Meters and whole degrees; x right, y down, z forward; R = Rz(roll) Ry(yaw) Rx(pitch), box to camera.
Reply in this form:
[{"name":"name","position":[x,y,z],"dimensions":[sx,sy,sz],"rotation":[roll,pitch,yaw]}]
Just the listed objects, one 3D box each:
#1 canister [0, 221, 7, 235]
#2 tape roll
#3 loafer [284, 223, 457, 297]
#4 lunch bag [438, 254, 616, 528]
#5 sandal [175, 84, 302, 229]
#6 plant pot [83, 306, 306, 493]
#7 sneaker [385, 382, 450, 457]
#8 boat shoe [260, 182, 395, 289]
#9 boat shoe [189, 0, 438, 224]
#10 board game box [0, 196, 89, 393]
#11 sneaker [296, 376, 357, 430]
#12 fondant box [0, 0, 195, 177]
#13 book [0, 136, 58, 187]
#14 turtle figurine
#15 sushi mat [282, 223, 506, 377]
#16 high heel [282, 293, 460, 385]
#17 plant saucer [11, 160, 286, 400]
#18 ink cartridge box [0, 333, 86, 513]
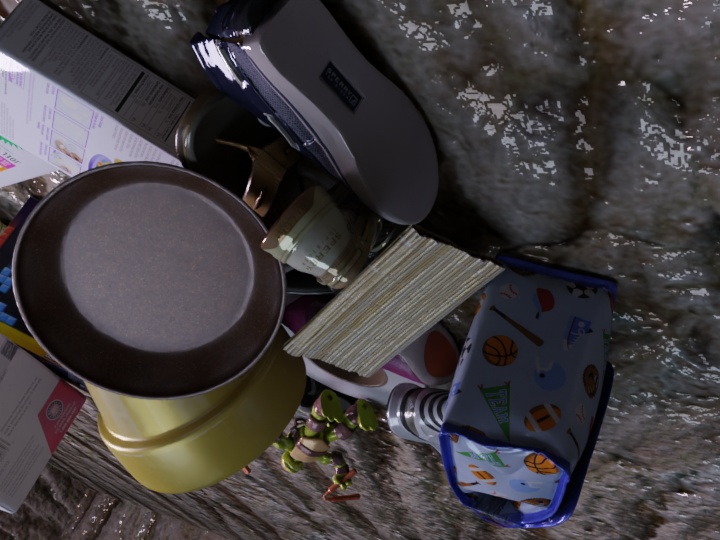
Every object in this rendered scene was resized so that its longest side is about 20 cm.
[{"name":"canister","position":[-0.526,-0.042,1.030],"dimensions":[0.148,0.087,0.200],"rotation":[-2,144,42]},{"name":"tape roll","position":[-0.013,0.091,0.900],"dimensions":[0.202,0.037,0.203],"rotation":[19,151,11]},{"name":"loafer","position":[0.000,0.000,0.692],"dimensions":[0.199,0.070,0.070],"rotation":[2,144,37]},{"name":"lunch bag","position":[0.145,0.116,0.675],"dimensions":[0.123,0.170,0.200],"rotation":[16,150,17]},{"name":"sandal","position":[-0.074,-0.072,0.616],"dimensions":[0.054,0.081,0.200],"rotation":[22,160,27]},{"name":"plant pot","position":[-0.179,0.070,0.737],"dimensions":[0.200,0.201,0.189],"rotation":[0,130,39]},{"name":"sneaker","position":[0.130,0.169,0.834],"dimensions":[0.115,0.076,0.200],"rotation":[-1,163,44]},{"name":"boat shoe","position":[-0.017,-0.021,0.577],"dimensions":[0.063,0.073,0.200],"rotation":[41,-167,3]},{"name":"boat shoe","position":[-0.027,-0.110,0.539],"dimensions":[0.093,0.075,0.200],"rotation":[15,153,48]},{"name":"board game box","position":[-0.341,0.032,0.921],"dimensions":[0.199,0.166,0.057],"rotation":[28,152,-7]},{"name":"sneaker","position":[-0.086,0.154,1.035],"dimensions":[0.081,0.074,0.200],"rotation":[-1,141,45]},{"name":"fondant box","position":[-0.208,-0.118,0.668],"dimensions":[0.200,0.058,0.144],"rotation":[32,153,-12]},{"name":"book","position":[-0.396,-0.140,0.804],"dimensions":[0.199,0.048,0.134],"rotation":[-6,144,42]},{"name":"turtle figurine","position":[-0.050,0.215,0.987],"dimensions":[0.200,0.065,0.161],"rotation":[31,126,-19]},{"name":"sushi mat","position":[0.022,0.034,0.657],"dimensions":[0.095,0.012,0.200],"rotation":[18,138,-28]},{"name":"high heel","position":[0.015,0.066,0.789],"dimensions":[0.096,0.068,0.200],"rotation":[0,156,45]},{"name":"plant saucer","position":[-0.156,0.007,0.600],"dimensions":[0.199,0.037,0.201],"rotation":[-2,118,-4]},{"name":"ink cartridge box","position":[-0.416,0.141,0.833],"dimensions":[0.083,0.147,0.200],"rotation":[-1,141,39]}]
